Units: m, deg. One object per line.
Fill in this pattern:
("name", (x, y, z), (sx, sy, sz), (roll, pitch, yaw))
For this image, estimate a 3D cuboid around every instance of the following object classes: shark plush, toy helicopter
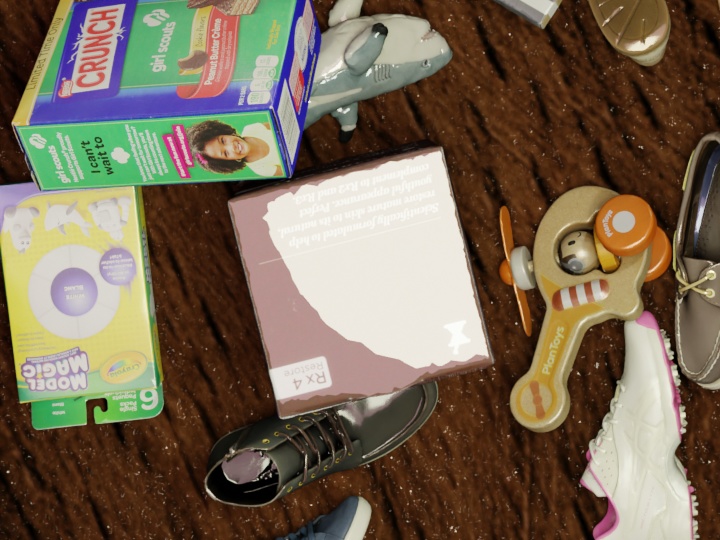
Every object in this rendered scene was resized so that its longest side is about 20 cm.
("shark plush", (-0.022, -0.131, 1.532), (0.200, 0.091, 0.083), (-46, 124, -1))
("toy helicopter", (0.156, 0.028, 1.530), (0.131, 0.079, 0.202), (14, 77, 25))

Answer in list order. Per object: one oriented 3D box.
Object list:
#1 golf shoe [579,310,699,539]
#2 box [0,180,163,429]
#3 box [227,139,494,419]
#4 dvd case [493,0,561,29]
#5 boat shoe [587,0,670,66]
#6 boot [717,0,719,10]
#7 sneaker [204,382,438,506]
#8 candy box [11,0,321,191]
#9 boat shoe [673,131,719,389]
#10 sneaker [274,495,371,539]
("golf shoe", (0.217, 0.135, 1.549), (0.090, 0.075, 0.202), (-6, 93, 6))
("box", (-0.224, 0.025, 1.554), (0.116, 0.048, 0.202), (-7, 96, 1))
("box", (0.000, 0.000, 1.474), (0.164, 0.200, 0.166), (-14, 95, 0))
("dvd case", (0.133, -0.307, 1.502), (0.148, 0.016, 0.201), (33, 89, 19))
("boat shoe", (0.189, -0.253, 1.520), (0.071, 0.064, 0.202), (-19, 77, 11))
("boot", (0.314, -0.240, 1.466), (0.072, 0.166, 0.202), (-8, 98, 1))
("sneaker", (-0.028, 0.136, 1.531), (0.199, 0.106, 0.075), (-26, 94, 3))
("candy box", (-0.141, -0.143, 1.457), (0.198, 0.170, 0.077), (-4, 133, 13))
("boat shoe", (0.276, -0.009, 1.527), (0.059, 0.071, 0.202), (8, 93, -45))
("sneaker", (-0.080, 0.241, 1.557), (0.084, 0.075, 0.200), (44, 94, -8))
